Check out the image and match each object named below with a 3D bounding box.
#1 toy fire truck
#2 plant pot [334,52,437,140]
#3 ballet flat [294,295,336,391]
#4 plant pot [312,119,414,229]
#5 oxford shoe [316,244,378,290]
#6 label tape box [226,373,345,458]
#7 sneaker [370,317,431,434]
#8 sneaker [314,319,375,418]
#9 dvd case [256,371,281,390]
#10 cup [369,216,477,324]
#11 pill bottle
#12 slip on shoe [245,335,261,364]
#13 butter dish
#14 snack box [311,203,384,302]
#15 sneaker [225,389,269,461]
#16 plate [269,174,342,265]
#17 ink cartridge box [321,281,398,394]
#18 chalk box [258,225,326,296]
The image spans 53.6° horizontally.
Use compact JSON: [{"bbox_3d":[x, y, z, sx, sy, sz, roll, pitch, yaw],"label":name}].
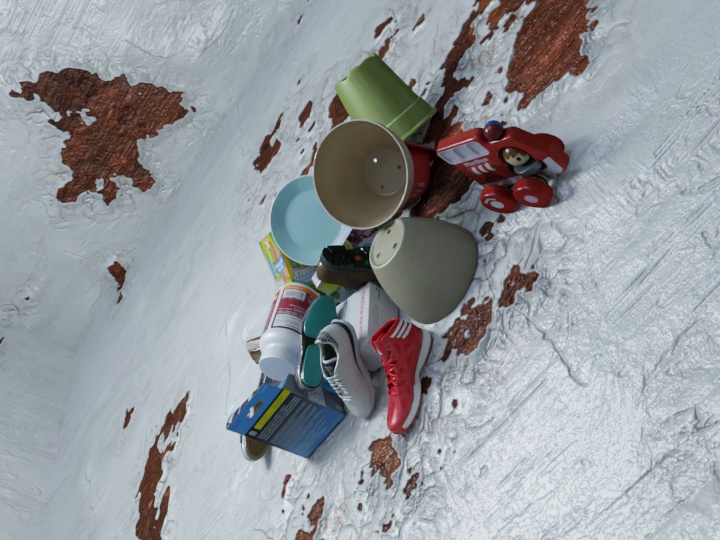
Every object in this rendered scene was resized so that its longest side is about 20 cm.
[{"bbox_3d":[0.244,-0.190,1.217,0.199,0.167,0.114,-6,60,57],"label":"toy fire truck"},{"bbox_3d":[0.041,-0.381,1.625,0.199,0.191,0.200,-38,11,9],"label":"plant pot"},{"bbox_3d":[-0.095,0.149,1.430,0.072,0.071,0.203,-26,45,47],"label":"ballet flat"},{"bbox_3d":[0.024,-0.189,1.382,0.201,0.201,0.134,-48,-12,24],"label":"plant pot"},{"bbox_3d":[0.000,0.000,1.450,0.073,0.197,0.085,-107,33,-42],"label":"oxford shoe"},{"bbox_3d":[-0.152,0.285,1.440,0.145,0.198,0.064,-50,30,21],"label":"label tape box"},{"bbox_3d":[0.053,0.181,1.275,0.078,0.115,0.203,-22,48,50],"label":"sneaker"},{"bbox_3d":[-0.034,0.197,1.342,0.075,0.203,0.080,-11,17,33],"label":"sneaker"},{"bbox_3d":[-0.193,0.201,1.767,0.149,0.025,0.203,-25,45,50],"label":"dvd case"},{"bbox_3d":[0.101,-0.021,1.340,0.200,0.142,0.203,-39,36,35],"label":"cup"},{"bbox_3d":[-0.156,0.135,1.555,0.113,0.112,0.202,-35,29,40],"label":"pill bottle"},{"bbox_3d":[-0.175,0.168,1.687,0.197,0.062,0.076,-19,3,9],"label":"slip on shoe"},{"bbox_3d":[0.060,-0.184,1.544,0.199,0.197,0.150,-26,68,47],"label":"butter dish"},{"bbox_3d":[0.007,-0.026,1.500,0.202,0.141,0.053,-58,27,9],"label":"snack box"},{"bbox_3d":[-0.270,0.387,1.685,0.108,0.070,0.201,-42,27,25],"label":"sneaker"},{"bbox_3d":[-0.107,-0.113,1.602,0.202,0.199,0.026,-57,-3,9],"label":"plate"},{"bbox_3d":[-0.015,0.141,1.456,0.199,0.083,0.147,-37,37,39],"label":"ink cartridge box"},{"bbox_3d":[-0.137,-0.009,1.689,0.203,0.123,0.124,66,155,2],"label":"chalk box"}]
